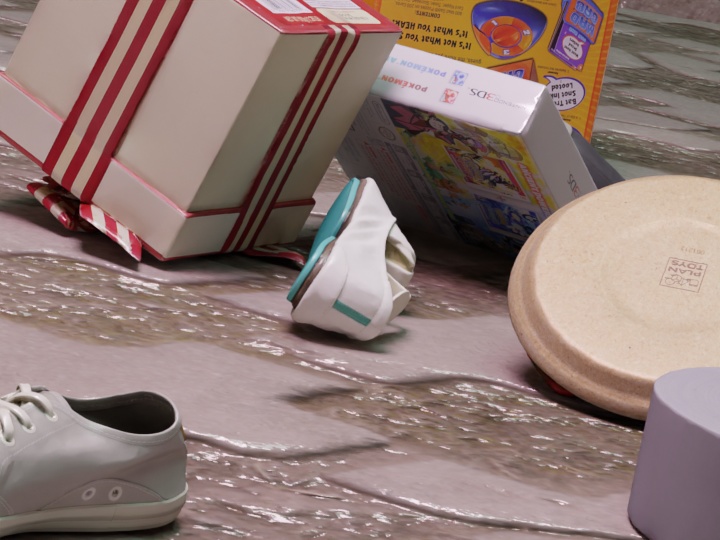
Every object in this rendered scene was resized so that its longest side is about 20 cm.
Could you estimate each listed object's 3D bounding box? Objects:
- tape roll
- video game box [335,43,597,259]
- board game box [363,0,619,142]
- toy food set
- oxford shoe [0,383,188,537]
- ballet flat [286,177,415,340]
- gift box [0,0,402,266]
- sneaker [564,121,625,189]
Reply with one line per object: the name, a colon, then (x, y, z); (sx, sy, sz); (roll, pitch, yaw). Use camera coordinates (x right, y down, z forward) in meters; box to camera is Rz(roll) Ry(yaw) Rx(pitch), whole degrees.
tape roll: (0.232, 0.106, 1.424); (0.200, 0.066, 0.200); (10, 11, -2)
video game box: (0.061, -0.076, 1.938); (0.182, 0.047, 0.200); (20, -19, 28)
board game box: (0.072, -0.194, 2.362); (0.199, 0.200, 0.200); (7, 12, -18)
toy food set: (0.183, 0.018, 1.676); (0.199, 0.049, 0.198); (0, 44, 3)
oxford shoe: (-0.152, 0.076, 1.216); (0.200, 0.058, 0.075); (-1, 20, -42)
ballet flat: (0.000, 0.000, 1.741); (0.069, 0.070, 0.200); (12, 16, 2)
gift box: (-0.102, -0.102, 1.820); (0.200, 0.187, 0.184); (40, 22, 25)
sneaker: (0.137, -0.044, 2.083); (0.106, 0.075, 0.200); (39, -8, -8)
